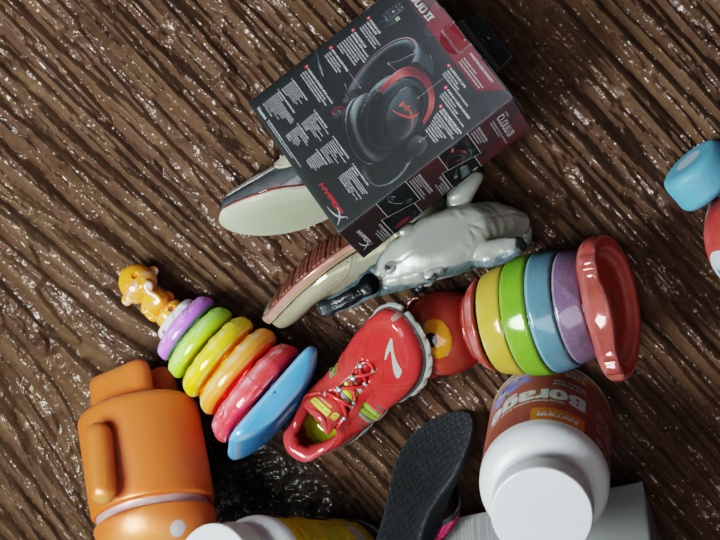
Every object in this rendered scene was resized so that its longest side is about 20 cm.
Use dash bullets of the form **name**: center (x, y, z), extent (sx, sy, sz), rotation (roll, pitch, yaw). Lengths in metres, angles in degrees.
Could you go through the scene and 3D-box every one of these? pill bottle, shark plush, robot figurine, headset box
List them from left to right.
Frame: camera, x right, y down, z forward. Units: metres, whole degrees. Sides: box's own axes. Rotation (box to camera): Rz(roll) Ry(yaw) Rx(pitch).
- **robot figurine**: center (-0.191, 0.186, 1.614), extent (0.115, 0.144, 0.202), rotation (-8, 69, -11)
- **pill bottle**: center (-0.066, 0.277, 1.596), extent (0.114, 0.199, 0.116), rotation (-8, 77, 37)
- **headset box**: center (0.032, -0.134, 1.468), extent (0.199, 0.075, 0.149), rotation (-38, 67, 4)
- **shark plush**: center (0.062, 0.001, 1.520), extent (0.199, 0.083, 0.091), rotation (-36, 70, -13)
- **pill bottle**: center (0.160, 0.166, 1.533), extent (0.111, 0.200, 0.113), rotation (2, 109, 7)

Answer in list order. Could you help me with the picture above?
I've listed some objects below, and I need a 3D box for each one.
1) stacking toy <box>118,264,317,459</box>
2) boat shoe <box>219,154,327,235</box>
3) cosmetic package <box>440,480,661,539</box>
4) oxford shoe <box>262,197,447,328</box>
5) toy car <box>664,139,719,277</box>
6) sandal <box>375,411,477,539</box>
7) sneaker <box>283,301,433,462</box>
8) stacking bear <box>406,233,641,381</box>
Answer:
- **stacking toy**: center (-0.142, 0.066, 1.602), extent (0.200, 0.110, 0.116), rotation (40, 75, 6)
- **boat shoe**: center (-0.035, -0.088, 1.554), extent (0.198, 0.071, 0.063), rotation (-20, 62, 17)
- **cosmetic package**: center (0.175, 0.268, 1.609), extent (0.198, 0.091, 0.107), rotation (-13, 136, 9)
- **oxford shoe**: center (0.000, 0.000, 1.573), extent (0.199, 0.071, 0.074), rotation (-36, 105, 19)
- **toy car**: center (0.360, -0.032, 1.436), extent (0.177, 0.200, 0.184), rotation (-40, 98, 19)
- **sandal**: center (0.056, 0.221, 1.609), extent (0.075, 0.201, 0.045), rotation (3, 154, 45)
- **sneaker**: center (-0.005, 0.109, 1.566), extent (0.077, 0.085, 0.200), rotation (46, 133, 12)
- **stacking bear**: center (0.133, 0.043, 1.547), extent (0.198, 0.114, 0.123), rotation (-11, 98, 24)
